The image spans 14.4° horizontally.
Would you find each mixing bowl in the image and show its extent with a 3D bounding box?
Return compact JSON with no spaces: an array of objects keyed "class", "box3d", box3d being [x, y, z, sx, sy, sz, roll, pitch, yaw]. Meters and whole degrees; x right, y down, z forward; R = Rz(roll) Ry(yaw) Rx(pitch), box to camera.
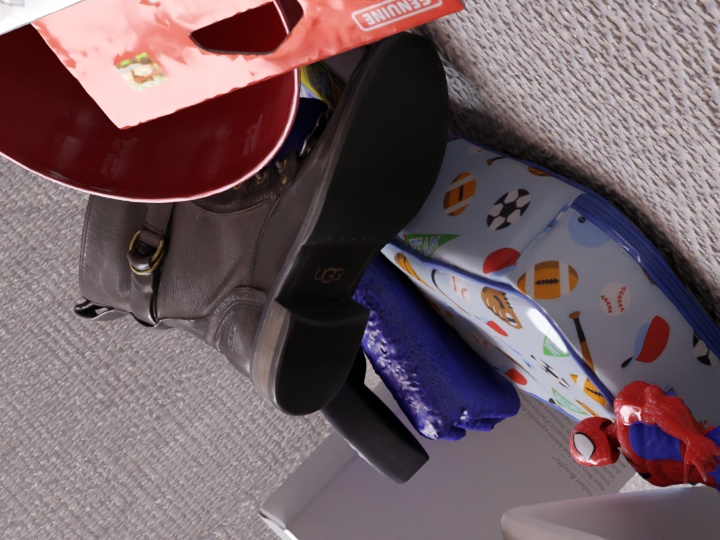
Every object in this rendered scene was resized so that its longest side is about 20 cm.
[{"class":"mixing bowl","box3d":[-0.102,-0.138,1.243,0.199,0.109,0.201,14,138,13]}]

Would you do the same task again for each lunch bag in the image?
[{"class":"lunch bag","box3d":[0.096,0.018,1.333,0.160,0.076,0.200,45,173,-30]}]

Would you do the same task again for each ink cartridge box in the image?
[{"class":"ink cartridge box","box3d":[-0.086,-0.129,1.131,0.200,0.044,0.174,-16,124,38]}]

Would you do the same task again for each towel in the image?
[{"class":"towel","box3d":[0.000,0.000,1.429,0.200,0.049,0.148,56,-169,10]}]

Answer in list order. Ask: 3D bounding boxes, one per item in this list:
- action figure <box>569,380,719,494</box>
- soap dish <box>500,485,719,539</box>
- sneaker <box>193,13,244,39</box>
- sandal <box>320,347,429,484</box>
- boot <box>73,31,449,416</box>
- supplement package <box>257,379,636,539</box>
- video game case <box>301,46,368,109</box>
[{"class":"action figure","box3d":[0.160,0.080,1.179,0.200,0.052,0.065,8,152,51]},{"class":"soap dish","box3d":[0.161,0.150,1.219,0.157,0.082,0.200,14,-171,40]},{"class":"sneaker","box3d":[-0.090,-0.140,1.401,0.200,0.066,0.091,33,161,48]},{"class":"sandal","box3d":[-0.023,0.030,1.427,0.200,0.043,0.076,47,-174,34]},{"class":"boot","box3d":[-0.058,-0.042,1.337,0.069,0.201,0.174,12,-165,-48]},{"class":"supplement package","box3d":[0.058,0.105,1.550,0.121,0.200,0.120,46,173,-7]},{"class":"video game case","box3d":[-0.035,-0.118,1.517,0.182,0.022,0.200,44,173,10]}]
